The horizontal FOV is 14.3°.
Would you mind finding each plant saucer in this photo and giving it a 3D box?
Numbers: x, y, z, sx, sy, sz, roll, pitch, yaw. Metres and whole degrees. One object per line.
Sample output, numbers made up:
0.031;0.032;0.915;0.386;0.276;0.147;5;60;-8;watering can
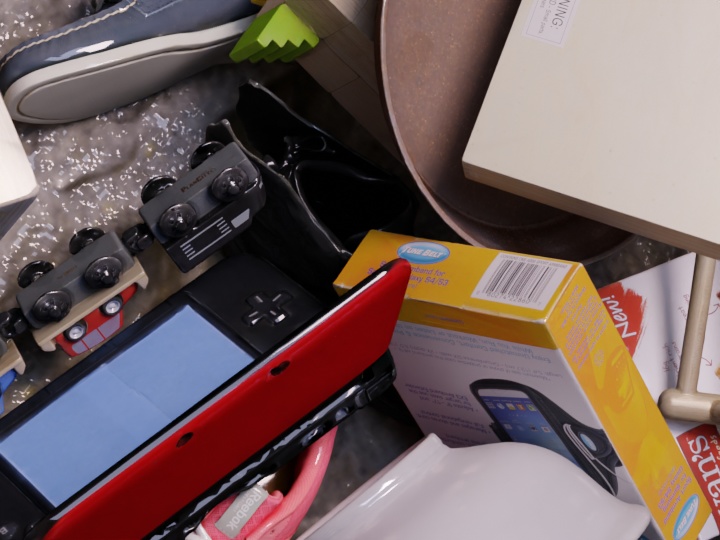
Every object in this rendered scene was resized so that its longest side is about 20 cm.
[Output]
0.078;-0.100;1.298;0.200;0.034;0.200;0;91;-38;plant saucer

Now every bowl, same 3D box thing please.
0.023;0.135;1.250;0.201;0.201;0.090;-37;88;-29;bowl

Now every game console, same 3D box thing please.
-0.090;0.051;1.219;0.200;0.119;0.172;-36;45;-18;game console

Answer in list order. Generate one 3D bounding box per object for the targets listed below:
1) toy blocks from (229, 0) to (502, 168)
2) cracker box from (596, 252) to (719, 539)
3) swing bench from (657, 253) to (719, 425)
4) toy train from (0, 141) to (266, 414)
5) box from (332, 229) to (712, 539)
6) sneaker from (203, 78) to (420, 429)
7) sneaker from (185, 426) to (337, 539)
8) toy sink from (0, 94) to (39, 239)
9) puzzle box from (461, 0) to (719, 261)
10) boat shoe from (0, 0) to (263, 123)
0.046;-0.128;1.342;0.137;0.100;0.200;43;55;-17;toy blocks
0.207;0.048;1.438;0.200;0.058;0.134;-21;83;-27;cracker box
0.267;-0.011;1.347;0.200;0.130;0.199;7;93;-25;swing bench
-0.127;0.013;1.281;0.200;0.046;0.034;-35;44;-1;toy train
0.080;0.066;1.306;0.041;0.119;0.200;-58;137;-26;box
0.002;-0.002;1.343;0.200;0.104;0.060;40;61;-6;sneaker
-0.075;0.121;1.278;0.074;0.087;0.200;37;62;-6;sneaker
-0.259;-0.027;1.228;0.200;0.130;0.112;-19;80;-28;toy sink
0.140;-0.112;1.255;0.133;0.025;0.200;19;75;11;puzzle box
-0.091;-0.125;1.364;0.200;0.075;0.062;-22;83;-29;boat shoe
